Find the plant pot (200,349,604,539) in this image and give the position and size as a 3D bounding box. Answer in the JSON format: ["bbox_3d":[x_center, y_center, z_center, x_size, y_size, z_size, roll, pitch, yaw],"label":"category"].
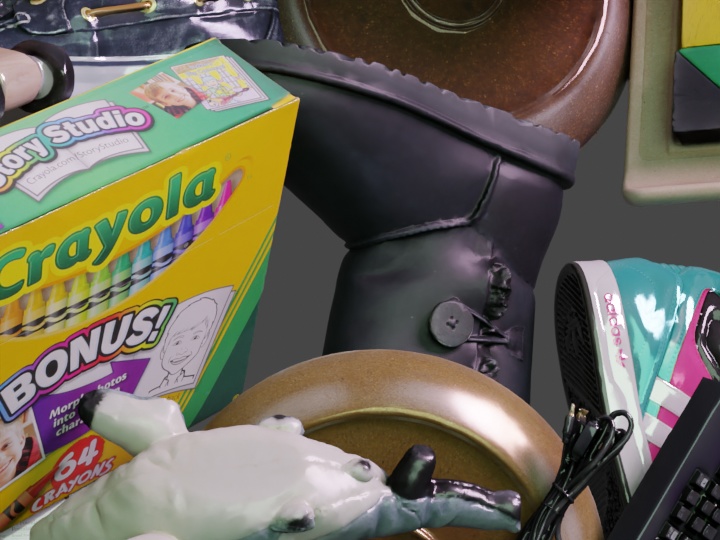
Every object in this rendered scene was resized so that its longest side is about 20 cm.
[{"bbox_3d":[0.007,0.135,1.001,0.199,0.027,0.201,0,97,0],"label":"plant pot"}]

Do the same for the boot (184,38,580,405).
[{"bbox_3d":[0.000,0.000,1.030,0.199,0.076,0.169,17,79,-25],"label":"boot"}]

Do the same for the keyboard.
[{"bbox_3d":[0.110,0.136,0.988,0.127,0.021,0.201,34,82,-23],"label":"keyboard"}]

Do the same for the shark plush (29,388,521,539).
[{"bbox_3d":[-0.038,0.094,0.955,0.199,0.083,0.091,-13,54,-9],"label":"shark plush"}]

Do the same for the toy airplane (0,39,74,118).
[{"bbox_3d":[-0.209,-0.140,0.931,0.141,0.200,0.200,-10,54,22],"label":"toy airplane"}]

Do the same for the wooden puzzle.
[{"bbox_3d":[0.214,-0.127,1.095,0.184,0.037,0.201,-4,65,24],"label":"wooden puzzle"}]

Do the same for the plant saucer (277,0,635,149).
[{"bbox_3d":[0.042,-0.136,1.126,0.199,0.034,0.201,3,74,-11],"label":"plant saucer"}]

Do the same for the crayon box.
[{"bbox_3d":[-0.125,0.017,0.944,0.200,0.173,0.058,-28,56,-37],"label":"crayon box"}]

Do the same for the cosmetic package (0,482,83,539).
[{"bbox_3d":[-0.217,0.137,0.989,0.199,0.051,0.083,-1,77,-11],"label":"cosmetic package"}]

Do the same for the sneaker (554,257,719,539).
[{"bbox_3d":[0.162,0.089,1.062,0.120,0.084,0.201,-7,84,-13],"label":"sneaker"}]

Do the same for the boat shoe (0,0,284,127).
[{"bbox_3d":[-0.132,-0.114,1.067,0.199,0.071,0.091,-4,80,-19],"label":"boat shoe"}]
